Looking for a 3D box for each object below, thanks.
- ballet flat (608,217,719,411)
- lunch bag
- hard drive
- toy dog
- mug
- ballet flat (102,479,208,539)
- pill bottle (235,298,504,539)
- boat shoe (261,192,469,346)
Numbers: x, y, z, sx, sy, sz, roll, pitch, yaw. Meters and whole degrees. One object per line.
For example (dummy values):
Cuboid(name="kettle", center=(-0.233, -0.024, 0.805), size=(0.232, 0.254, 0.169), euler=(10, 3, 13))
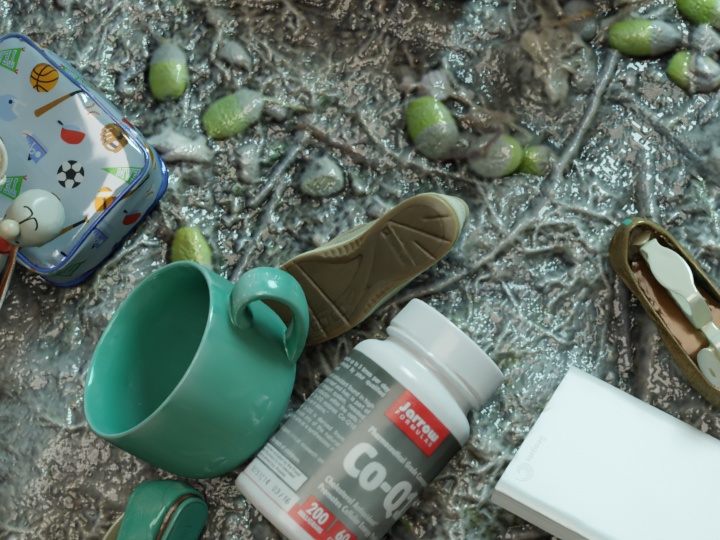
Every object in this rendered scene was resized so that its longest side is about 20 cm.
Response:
Cuboid(name="ballet flat", center=(0.260, 0.037, 1.214), size=(0.068, 0.072, 0.200), euler=(-34, 74, 1))
Cuboid(name="lunch bag", center=(-0.274, -0.092, 1.339), size=(0.200, 0.076, 0.160), euler=(42, 90, 15))
Cuboid(name="hard drive", center=(0.216, 0.166, 1.187), size=(0.200, 0.027, 0.132), euler=(27, 56, 17))
Cuboid(name="toy dog", center=(-0.324, -0.004, 1.268), size=(0.132, 0.096, 0.200), euler=(43, 130, 12))
Cuboid(name="mug", center=(-0.113, 0.083, 1.222), size=(0.185, 0.114, 0.152), euler=(-4, 59, 50))
Cuboid(name="ballet flat", center=(-0.187, 0.256, 1.258), size=(0.070, 0.067, 0.200), euler=(18, 80, 38))
Cuboid(name="pill bottle", center=(0.010, 0.126, 1.214), size=(0.114, 0.114, 0.200), euler=(40, 82, 16))
Cuboid(name="boat shoe", center=(0.000, 0.000, 1.275), size=(0.200, 0.065, 0.072), euler=(-33, 87, 21))
